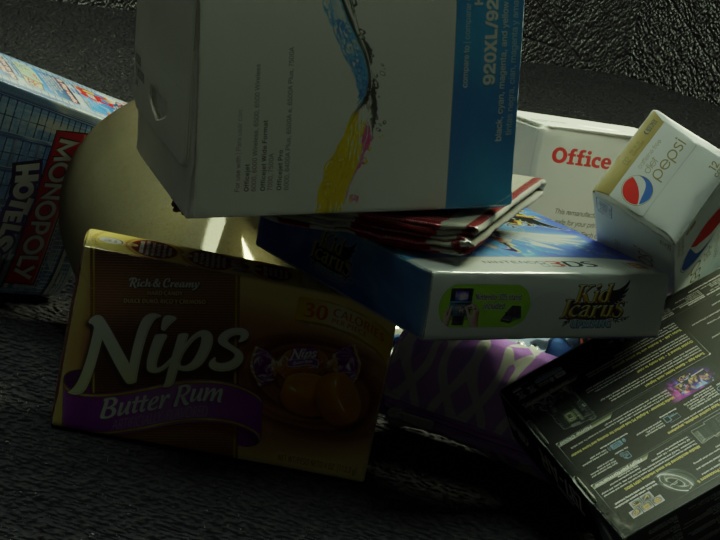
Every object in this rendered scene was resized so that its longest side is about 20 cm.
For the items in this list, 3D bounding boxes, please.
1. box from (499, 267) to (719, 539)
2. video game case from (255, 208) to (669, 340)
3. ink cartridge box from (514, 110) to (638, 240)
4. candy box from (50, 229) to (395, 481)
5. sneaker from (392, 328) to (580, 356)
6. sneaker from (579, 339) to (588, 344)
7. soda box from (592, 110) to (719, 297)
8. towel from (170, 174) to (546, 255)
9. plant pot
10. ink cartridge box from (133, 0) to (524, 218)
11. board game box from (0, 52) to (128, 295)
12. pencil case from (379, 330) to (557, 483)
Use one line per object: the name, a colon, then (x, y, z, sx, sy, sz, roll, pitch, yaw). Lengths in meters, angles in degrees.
box: (0.208, 0.083, 1.426, 0.199, 0.044, 0.160, -29, 40, -10)
video game case: (0.061, -0.008, 1.467, 0.180, 0.046, 0.200, 1, 16, -34)
ink cartridge box: (0.159, -0.017, 1.832, 0.145, 0.201, 0.084, 6, 12, -29)
candy box: (-0.084, 0.052, 1.455, 0.199, 0.117, 0.056, 11, 12, -6)
sneaker: (0.069, 0.070, 1.664, 0.199, 0.081, 0.146, 24, 26, 29)
sneaker: (0.219, 0.060, 1.643, 0.200, 0.077, 0.112, 30, 32, -47)
soda box: (0.194, -0.028, 1.499, 0.064, 0.068, 0.200, 34, -10, 15)
towel: (-0.001, -0.048, 1.444, 0.199, 0.023, 0.144, 10, 19, 20)
plant pot: (-0.111, -0.001, 1.593, 0.186, 0.188, 0.200, 9, 23, -12)
ink cartridge box: (-0.023, -0.121, 1.391, 0.199, 0.146, 0.147, -3, 19, -18)
board game box: (-0.236, -0.063, 1.686, 0.199, 0.201, 0.062, 4, 30, -34)
pencil case: (0.104, 0.093, 1.539, 0.199, 0.084, 0.085, 17, 36, 27)
